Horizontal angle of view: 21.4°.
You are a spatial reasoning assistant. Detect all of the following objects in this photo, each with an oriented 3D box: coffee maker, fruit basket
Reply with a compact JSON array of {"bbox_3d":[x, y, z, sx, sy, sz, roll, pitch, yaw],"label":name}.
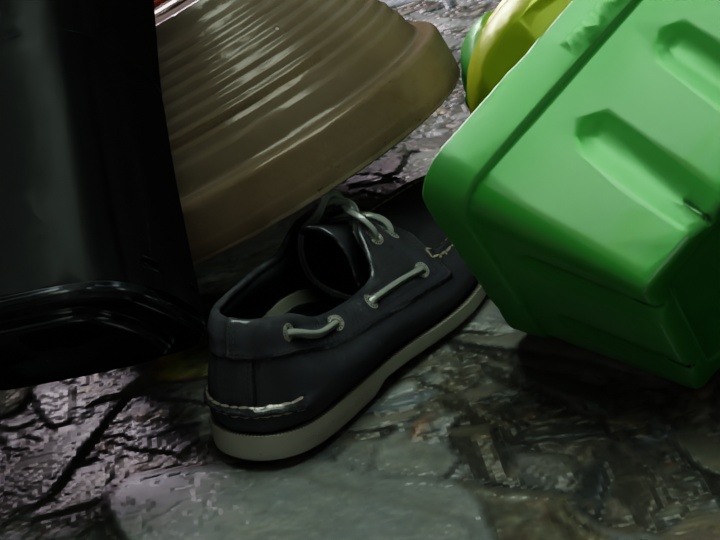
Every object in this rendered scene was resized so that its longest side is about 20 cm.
[{"bbox_3d":[-0.122,-0.066,0.733,0.191,0.201,0.134,-21,-18,35],"label":"coffee maker"},{"bbox_3d":[0.103,-0.077,0.757,0.214,0.156,0.217,-10,60,18],"label":"fruit basket"}]

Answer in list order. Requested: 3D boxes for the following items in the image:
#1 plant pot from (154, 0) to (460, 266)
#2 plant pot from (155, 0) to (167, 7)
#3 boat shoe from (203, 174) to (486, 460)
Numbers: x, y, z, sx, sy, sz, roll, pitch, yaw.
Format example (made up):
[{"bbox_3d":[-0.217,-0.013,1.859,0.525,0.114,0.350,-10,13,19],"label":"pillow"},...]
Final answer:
[{"bbox_3d":[-0.062,-0.080,0.862,0.200,0.093,0.201,-29,13,7],"label":"plant pot"},{"bbox_3d":[-0.229,-0.254,1.240,0.199,0.201,0.176,-29,21,-30],"label":"plant pot"},{"bbox_3d":[0.000,0.000,0.790,0.072,0.063,0.200,6,32,30],"label":"boat shoe"}]
